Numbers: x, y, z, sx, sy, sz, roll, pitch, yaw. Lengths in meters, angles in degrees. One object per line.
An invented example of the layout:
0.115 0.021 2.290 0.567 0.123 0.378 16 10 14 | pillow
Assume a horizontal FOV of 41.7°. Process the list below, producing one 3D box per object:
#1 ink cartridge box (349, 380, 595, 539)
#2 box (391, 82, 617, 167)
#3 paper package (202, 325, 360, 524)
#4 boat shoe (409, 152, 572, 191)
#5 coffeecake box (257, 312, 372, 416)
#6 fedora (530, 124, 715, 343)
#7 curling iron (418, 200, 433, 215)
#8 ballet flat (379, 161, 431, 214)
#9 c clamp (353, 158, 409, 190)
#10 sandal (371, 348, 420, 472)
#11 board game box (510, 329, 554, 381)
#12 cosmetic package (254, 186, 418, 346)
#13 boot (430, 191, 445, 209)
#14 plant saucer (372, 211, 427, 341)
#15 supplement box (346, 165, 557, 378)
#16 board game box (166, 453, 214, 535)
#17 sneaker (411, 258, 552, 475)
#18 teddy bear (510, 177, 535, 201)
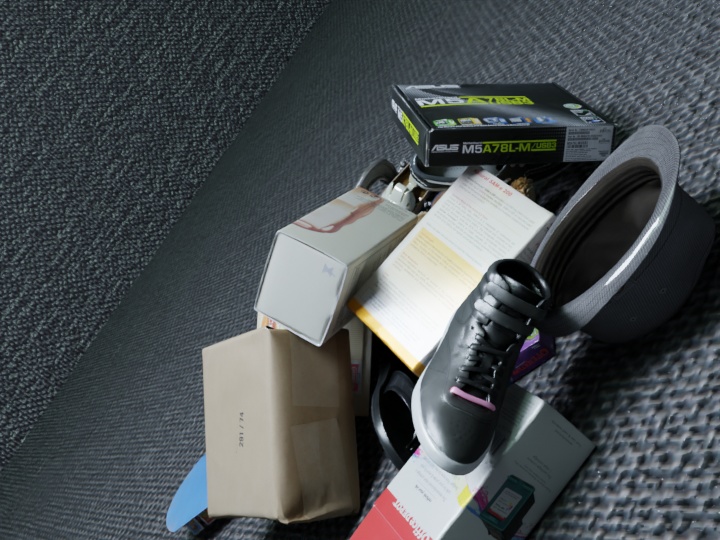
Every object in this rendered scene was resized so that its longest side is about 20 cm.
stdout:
0.087 0.188 0.788 0.200 0.067 0.116 -51 19 -4 | ink cartridge box
0.147 -0.162 1.023 0.193 0.200 0.048 -107 16 -63 | box
-0.093 0.171 1.041 0.191 0.103 0.200 -21 70 55 | paper package
0.157 -0.130 1.098 0.200 0.076 0.060 -14 -6 7 | boat shoe
-0.062 0.100 1.182 0.200 0.073 0.154 -10 75 62 | coffeecake box
0.230 -0.014 0.806 0.200 0.090 0.177 -54 15 16 | fedora
0.056 -0.028 1.315 0.200 0.026 0.050 -43 57 30 | curling iron
0.073 -0.126 1.385 0.200 0.068 0.067 -54 -15 -8 | ballet flat
0.018 -0.089 1.436 0.200 0.027 0.171 -58 -22 -2 | c clamp
0.051 0.131 0.966 0.048 0.075 0.201 -39 21 21 | sandal
0.143 0.047 0.987 0.120 0.032 0.200 -43 20 30 | board game box
-0.022 -0.011 1.035 0.200 0.087 0.104 -36 -30 -61 | cosmetic package
0.161 -0.098 1.164 0.200 0.075 0.097 -50 24 34 | boot
0.044 0.018 1.210 0.200 0.035 0.200 -55 11 17 | plant saucer
0.100 0.007 0.944 0.200 0.074 0.126 -48 46 2 | supplement box
-0.174 0.276 1.266 0.200 0.039 0.158 -39 17 17 | board game box
0.099 0.064 0.749 0.099 0.071 0.200 -61 3 41 | sneaker
0.118 -0.039 1.080 0.200 0.067 0.145 -39 0 5 | teddy bear
